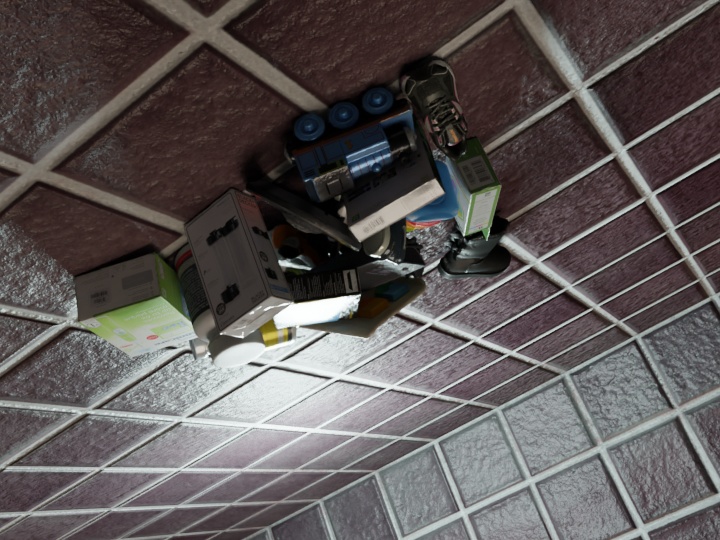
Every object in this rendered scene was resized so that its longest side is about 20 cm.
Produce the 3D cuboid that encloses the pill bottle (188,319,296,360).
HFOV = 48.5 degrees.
[{"bbox_3d":[-0.232,0.111,1.557,0.199,0.112,0.112,-14,154,-19],"label":"pill bottle"}]

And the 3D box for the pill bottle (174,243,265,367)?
[{"bbox_3d":[-0.231,0.054,1.339,0.119,0.201,0.120,-18,155,-9],"label":"pill bottle"}]

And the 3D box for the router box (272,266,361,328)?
[{"bbox_3d":[-0.078,0.049,1.342,0.148,0.051,0.200,-8,166,-4],"label":"router box"}]

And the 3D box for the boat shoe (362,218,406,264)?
[{"bbox_3d":[0.042,-0.100,1.255,0.062,0.201,0.075,26,134,-34],"label":"boat shoe"}]

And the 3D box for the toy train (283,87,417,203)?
[{"bbox_3d":[-0.009,-0.181,1.154,0.199,0.115,0.087,-21,156,-1],"label":"toy train"}]

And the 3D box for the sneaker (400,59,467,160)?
[{"bbox_3d":[0.126,-0.234,1.194,0.080,0.087,0.200,-30,154,12],"label":"sneaker"}]

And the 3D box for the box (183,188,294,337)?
[{"bbox_3d":[-0.191,-0.012,1.243,0.116,0.201,0.060,-35,154,23],"label":"box"}]

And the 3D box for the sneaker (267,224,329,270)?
[{"bbox_3d":[-0.129,-0.037,1.419,0.092,0.076,0.200,-9,166,27],"label":"sneaker"}]

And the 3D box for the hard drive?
[{"bbox_3d":[0.000,0.000,1.395,0.199,0.043,0.134,-22,160,41],"label":"hard drive"}]

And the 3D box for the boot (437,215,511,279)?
[{"bbox_3d":[0.265,-0.054,1.692,0.197,0.074,0.163,-8,148,-26],"label":"boot"}]

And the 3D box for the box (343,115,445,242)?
[{"bbox_3d":[0.041,-0.141,1.190,0.144,0.200,0.036,-28,126,15],"label":"box"}]

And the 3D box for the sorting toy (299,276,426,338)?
[{"bbox_3d":[0.001,0.055,1.521,0.184,0.037,0.200,6,-150,36],"label":"sorting toy"}]

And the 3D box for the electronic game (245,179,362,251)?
[{"bbox_3d":[-0.086,-0.082,1.224,0.042,0.199,0.200,-62,149,0],"label":"electronic game"}]

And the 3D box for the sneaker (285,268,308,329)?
[{"bbox_3d":[-0.108,0.056,1.603,0.081,0.074,0.200,-17,157,-20],"label":"sneaker"}]

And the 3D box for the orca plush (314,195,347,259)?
[{"bbox_3d":[-0.052,-0.099,1.377,0.106,0.071,0.200,-62,174,-24],"label":"orca plush"}]

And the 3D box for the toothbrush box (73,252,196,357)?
[{"bbox_3d":[-0.372,0.063,1.365,0.145,0.087,0.200,-16,157,3],"label":"toothbrush box"}]

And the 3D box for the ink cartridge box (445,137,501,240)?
[{"bbox_3d":[0.194,-0.133,1.429,0.059,0.104,0.200,-19,155,-7],"label":"ink cartridge box"}]

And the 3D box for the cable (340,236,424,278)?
[{"bbox_3d":[0.036,-0.036,1.490,0.162,0.051,0.200,11,165,14],"label":"cable"}]

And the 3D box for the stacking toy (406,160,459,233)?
[{"bbox_3d":[0.076,-0.107,1.419,0.115,0.110,0.200,-7,166,-27],"label":"stacking toy"}]
